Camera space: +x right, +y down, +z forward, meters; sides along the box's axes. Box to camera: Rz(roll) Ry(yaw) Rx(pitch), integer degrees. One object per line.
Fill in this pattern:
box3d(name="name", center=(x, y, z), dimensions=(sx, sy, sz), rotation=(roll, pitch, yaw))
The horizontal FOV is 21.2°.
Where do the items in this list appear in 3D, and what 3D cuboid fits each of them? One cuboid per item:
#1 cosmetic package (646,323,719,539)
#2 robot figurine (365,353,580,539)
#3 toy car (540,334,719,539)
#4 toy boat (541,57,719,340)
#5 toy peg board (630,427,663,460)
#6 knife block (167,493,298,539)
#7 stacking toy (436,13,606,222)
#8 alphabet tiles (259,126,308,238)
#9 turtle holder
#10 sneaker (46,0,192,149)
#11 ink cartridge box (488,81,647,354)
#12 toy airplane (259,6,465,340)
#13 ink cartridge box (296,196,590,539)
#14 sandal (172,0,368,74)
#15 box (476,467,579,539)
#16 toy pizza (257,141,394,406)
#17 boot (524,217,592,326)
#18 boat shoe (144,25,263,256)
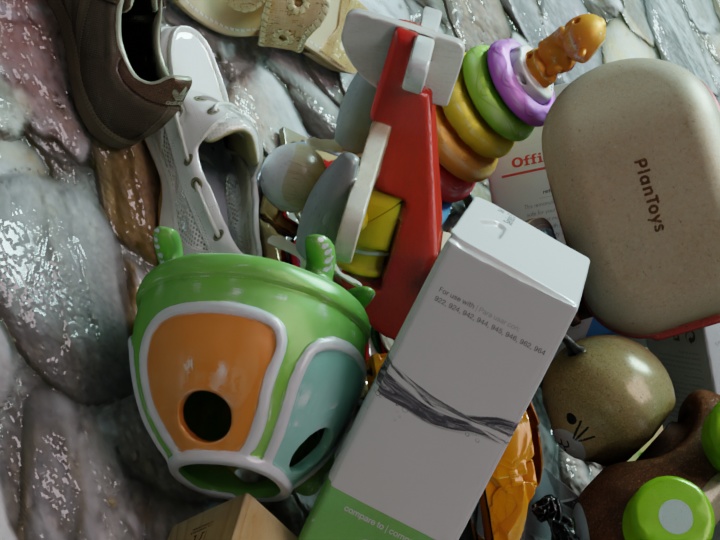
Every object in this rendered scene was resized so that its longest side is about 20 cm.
box3d(name="cosmetic package", center=(0.280, 0.112, 1.402), dimensions=(0.101, 0.071, 0.201), rotation=(-19, 103, -29))
box3d(name="robot figurine", center=(0.065, 0.149, 1.241), dimensions=(0.144, 0.058, 0.202), rotation=(-6, 81, -10))
box3d(name="toy car", center=(0.160, 0.107, 1.285), dimensions=(0.200, 0.164, 0.158), rotation=(43, 70, 11))
box3d(name="toy boat", center=(0.204, -0.046, 1.357), dimensions=(0.131, 0.130, 0.201), rotation=(52, 23, -75))
box3d(name="toy peg board", center=(0.311, 0.204, 1.556), dimensions=(0.199, 0.097, 0.201), rotation=(-2, 70, -54))
box3d(name="knife block", center=(-0.071, 0.221, 1.046), dimensions=(0.200, 0.064, 0.176), rotation=(45, 37, -26))
box3d(name="stacking toy", center=(0.099, -0.129, 1.402), dimensions=(0.110, 0.199, 0.116), rotation=(45, 32, -24))
box3d(name="alphabet tiles", center=(-0.011, 0.001, 1.337), dimensions=(0.166, 0.006, 0.201), rotation=(22, 50, -45))
box3d(name="turtle holder", center=(-0.068, 0.065, 1.118), dimensions=(0.140, 0.186, 0.133), rotation=(10, 68, -8))
box3d(name="sneaker", center=(-0.157, -0.179, 1.200), dimensions=(0.070, 0.075, 0.201), rotation=(-10, 76, -56))
box3d(name="ink cartridge box", center=(0.163, -0.037, 1.470), dimensions=(0.068, 0.114, 0.201), rotation=(45, 36, -70))
box3d(name="toy airplane", center=(0.003, -0.071, 1.220), dimensions=(0.200, 0.140, 0.201), rotation=(58, 32, -70))
box3d(name="ink cartridge box", center=(0.051, 0.072, 1.113), dimensions=(0.084, 0.201, 0.146), rotation=(27, 14, 3))
box3d(name="sandal", center=(-0.040, -0.187, 1.350), dimensions=(0.211, 0.069, 0.078), rotation=(20, 86, -49))
box3d(name="box", center=(0.142, 0.252, 1.332), dimensions=(0.158, 0.048, 0.201), rotation=(41, 38, -30))
box3d(name="toy pizza", center=(0.000, 0.000, 1.318), dimensions=(0.200, 0.032, 0.201), rotation=(33, 43, -38))
box3d(name="boot", center=(0.101, 0.017, 1.332), dimensions=(0.200, 0.096, 0.075), rotation=(28, 45, -71))
box3d(name="boat shoe", center=(-0.092, -0.077, 1.221), dimensions=(0.071, 0.069, 0.201), rotation=(15, 54, -45))
